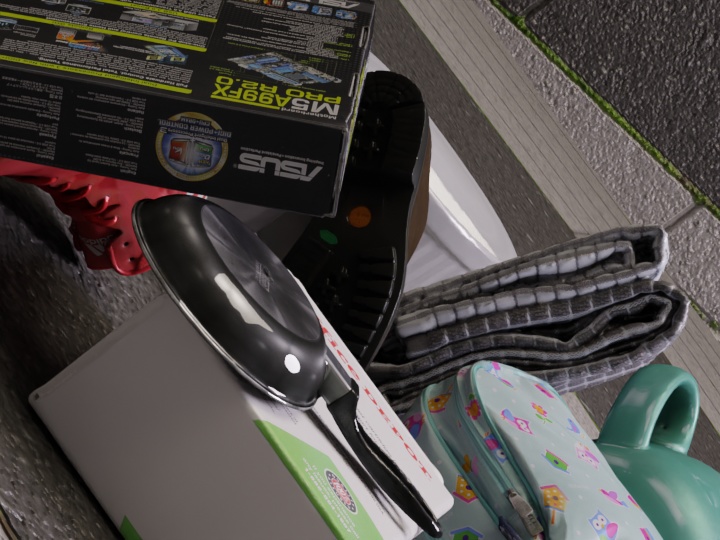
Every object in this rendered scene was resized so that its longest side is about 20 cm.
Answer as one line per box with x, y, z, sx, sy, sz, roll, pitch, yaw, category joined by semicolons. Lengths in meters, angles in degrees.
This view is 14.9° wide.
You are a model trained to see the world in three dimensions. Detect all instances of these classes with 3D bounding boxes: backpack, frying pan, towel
0.084;0.150;1.464;0.167;0.126;0.200;32;20;-54;backpack
-0.029;0.039;1.161;0.190;0.031;0.115;50;13;7;frying pan
0.089;0.039;1.602;0.166;0.199;0.086;43;30;-85;towel

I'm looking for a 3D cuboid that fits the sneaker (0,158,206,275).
-0.132;-0.039;1.289;0.199;0.116;0.078;-16;36;-42;sneaker

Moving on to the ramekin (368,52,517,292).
0.013;-0.052;1.870;0.203;0.094;0.203;51;11;-14;ramekin

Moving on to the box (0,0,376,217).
-0.098;-0.091;1.223;0.199;0.045;0.160;10;26;0;box

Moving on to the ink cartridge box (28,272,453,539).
-0.047;0.082;1.231;0.146;0.084;0.200;54;12;5;ink cartridge box

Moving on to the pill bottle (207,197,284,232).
-0.108;-0.117;1.540;0.104;0.104;0.201;37;19;-55;pill bottle

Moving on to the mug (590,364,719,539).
0.142;0.159;1.581;0.114;0.151;0.186;20;48;-61;mug

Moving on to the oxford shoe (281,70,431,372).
0.000;0.000;1.492;0.072;0.201;0.084;16;-17;17;oxford shoe

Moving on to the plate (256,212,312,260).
-0.040;-0.083;1.616;0.200;0.032;0.201;-117;-157;-48;plate
